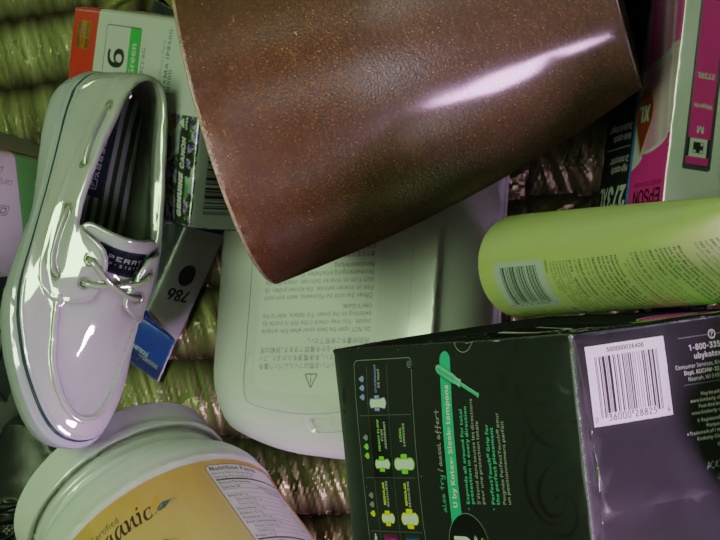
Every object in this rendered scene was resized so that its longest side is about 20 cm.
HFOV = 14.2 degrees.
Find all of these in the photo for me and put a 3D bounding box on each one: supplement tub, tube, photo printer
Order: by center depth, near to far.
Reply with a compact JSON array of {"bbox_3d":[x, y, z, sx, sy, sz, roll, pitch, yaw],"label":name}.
[{"bbox_3d":[0.137,-0.007,1.345,0.200,0.058,0.052,-5,95,54],"label":"tube"},{"bbox_3d":[-0.084,0.181,1.525,0.145,0.145,0.200,-53,54,20],"label":"supplement tub"},{"bbox_3d":[0.000,0.000,1.538,0.166,0.069,0.200,-3,79,39],"label":"photo printer"}]

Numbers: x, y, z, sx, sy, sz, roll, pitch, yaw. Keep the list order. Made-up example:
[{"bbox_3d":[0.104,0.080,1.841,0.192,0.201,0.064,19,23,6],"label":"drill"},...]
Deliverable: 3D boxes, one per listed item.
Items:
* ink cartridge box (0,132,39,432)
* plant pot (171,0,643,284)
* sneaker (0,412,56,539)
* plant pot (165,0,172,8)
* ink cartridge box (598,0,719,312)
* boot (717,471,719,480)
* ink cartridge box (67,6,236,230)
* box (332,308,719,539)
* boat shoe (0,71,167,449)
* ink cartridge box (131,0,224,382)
[{"bbox_3d":[-0.257,0.014,1.700,0.084,0.146,0.200,24,98,39],"label":"ink cartridge box"},{"bbox_3d":[0.029,-0.109,1.405,0.200,0.187,0.187,-15,70,9],"label":"plant pot"},{"bbox_3d":[-0.194,0.175,1.660,0.073,0.082,0.200,-15,72,39],"label":"sneaker"},{"bbox_3d":[-0.068,-0.232,1.569,0.200,0.142,0.200,-13,66,31],"label":"plant pot"},{"bbox_3d":[0.151,-0.074,1.422,0.095,0.037,0.200,169,107,-75],"label":"ink cartridge box"},{"bbox_3d":[0.277,0.118,1.244,0.165,0.066,0.200,-38,89,3],"label":"boot"},{"bbox_3d":[-0.126,-0.088,1.594,0.200,0.050,0.109,13,99,51],"label":"ink cartridge box"},{"bbox_3d":[0.102,0.084,1.341,0.200,0.148,0.125,-7,89,58],"label":"box"},{"bbox_3d":[-0.139,-0.008,1.502,0.067,0.073,0.200,-7,79,51],"label":"boat shoe"},{"bbox_3d":[-0.117,-0.046,1.665,0.099,0.039,0.200,31,102,38],"label":"ink cartridge box"}]
